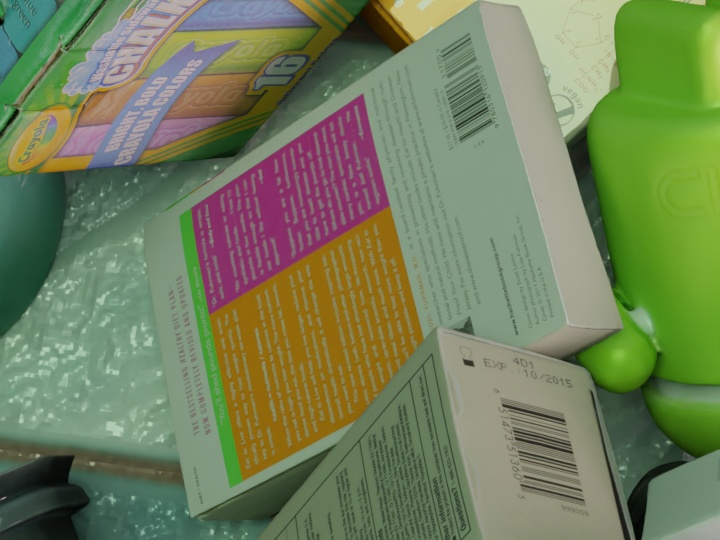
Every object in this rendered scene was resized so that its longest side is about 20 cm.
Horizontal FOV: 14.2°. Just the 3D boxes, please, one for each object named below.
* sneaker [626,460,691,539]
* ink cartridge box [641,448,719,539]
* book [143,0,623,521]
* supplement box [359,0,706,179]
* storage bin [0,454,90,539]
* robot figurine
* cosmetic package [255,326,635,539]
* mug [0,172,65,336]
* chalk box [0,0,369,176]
[{"bbox_3d":[0.187,0.116,1.095,0.200,0.089,0.074,27,123,-11],"label":"sneaker"},{"bbox_3d":[0.223,0.123,1.019,0.173,0.044,0.200,-27,115,24],"label":"ink cartridge box"},{"bbox_3d":[0.000,0.000,1.122,0.200,0.048,0.134,-30,66,38],"label":"book"},{"bbox_3d":[0.105,-0.138,1.181,0.200,0.074,0.126,-41,76,-3],"label":"supplement box"},{"bbox_3d":[-0.176,0.175,1.122,0.200,0.146,0.135,-28,85,1],"label":"storage bin"},{"bbox_3d":[0.153,-0.011,1.103,0.175,0.116,0.201,-21,107,-23],"label":"robot figurine"},{"bbox_3d":[0.013,0.125,1.063,0.071,0.200,0.105,16,43,-28],"label":"cosmetic package"},{"bbox_3d":[-0.209,-0.024,1.176,0.152,0.114,0.186,12,79,10],"label":"mug"},{"bbox_3d":[-0.113,-0.120,1.117,0.124,0.200,0.125,-47,64,35],"label":"chalk box"}]
